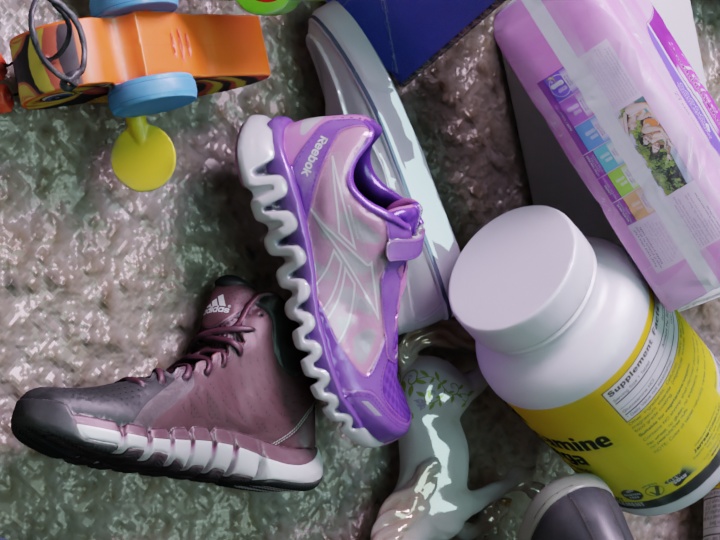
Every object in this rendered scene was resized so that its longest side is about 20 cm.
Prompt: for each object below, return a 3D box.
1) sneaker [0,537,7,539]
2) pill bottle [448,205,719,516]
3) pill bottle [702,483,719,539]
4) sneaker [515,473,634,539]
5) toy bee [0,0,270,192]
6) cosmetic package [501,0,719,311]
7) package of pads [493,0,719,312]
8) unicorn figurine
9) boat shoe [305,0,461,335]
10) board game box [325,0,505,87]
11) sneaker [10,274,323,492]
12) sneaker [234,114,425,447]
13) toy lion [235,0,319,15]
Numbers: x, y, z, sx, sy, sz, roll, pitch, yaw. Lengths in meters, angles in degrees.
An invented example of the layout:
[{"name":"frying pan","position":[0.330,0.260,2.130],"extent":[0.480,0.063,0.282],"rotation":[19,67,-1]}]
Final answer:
[{"name":"sneaker","position":[-0.131,0.181,0.869],"extent":[0.200,0.070,0.083],"rotation":[42,49,-29]},{"name":"pill bottle","position":[0.139,0.053,0.962],"extent":[0.200,0.112,0.113],"rotation":[44,64,-37]},{"name":"pill bottle","position":[0.292,0.170,1.116],"extent":[0.112,0.112,0.202],"rotation":[14,74,-33]},{"name":"sneaker","position":[0.128,0.230,0.971],"extent":[0.074,0.107,0.202],"rotation":[-9,128,-16]},{"name":"toy bee","position":[-0.142,-0.118,0.857],"extent":[0.199,0.108,0.132],"rotation":[29,56,-53]},{"name":"cosmetic package","position":[0.169,-0.075,1.057],"extent":[0.084,0.107,0.202],"rotation":[-15,98,-34]},{"name":"package of pads","position":[0.158,-0.088,0.928],"extent":[0.201,0.075,0.121],"rotation":[56,25,-8]},{"name":"unicorn figurine","position":[0.055,0.123,0.995],"extent":[0.136,0.074,0.202],"rotation":[0,69,-38]},{"name":"boat shoe","position":[0.003,-0.058,0.962],"extent":[0.065,0.074,0.202],"rotation":[-23,90,-7]},{"name":"board game box","position":[0.084,-0.228,0.961],"extent":[0.097,0.159,0.200],"rotation":[47,62,-6]},{"name":"sneaker","position":[-0.100,0.054,0.891],"extent":[0.199,0.075,0.117],"rotation":[17,73,-44]},{"name":"sneaker","position":[0.000,0.000,0.910],"extent":[0.088,0.081,0.202],"rotation":[-17,99,10]},{"name":"toy lion","position":[-0.076,-0.228,0.848],"extent":[0.069,0.198,0.194],"rotation":[-36,119,-76]}]
